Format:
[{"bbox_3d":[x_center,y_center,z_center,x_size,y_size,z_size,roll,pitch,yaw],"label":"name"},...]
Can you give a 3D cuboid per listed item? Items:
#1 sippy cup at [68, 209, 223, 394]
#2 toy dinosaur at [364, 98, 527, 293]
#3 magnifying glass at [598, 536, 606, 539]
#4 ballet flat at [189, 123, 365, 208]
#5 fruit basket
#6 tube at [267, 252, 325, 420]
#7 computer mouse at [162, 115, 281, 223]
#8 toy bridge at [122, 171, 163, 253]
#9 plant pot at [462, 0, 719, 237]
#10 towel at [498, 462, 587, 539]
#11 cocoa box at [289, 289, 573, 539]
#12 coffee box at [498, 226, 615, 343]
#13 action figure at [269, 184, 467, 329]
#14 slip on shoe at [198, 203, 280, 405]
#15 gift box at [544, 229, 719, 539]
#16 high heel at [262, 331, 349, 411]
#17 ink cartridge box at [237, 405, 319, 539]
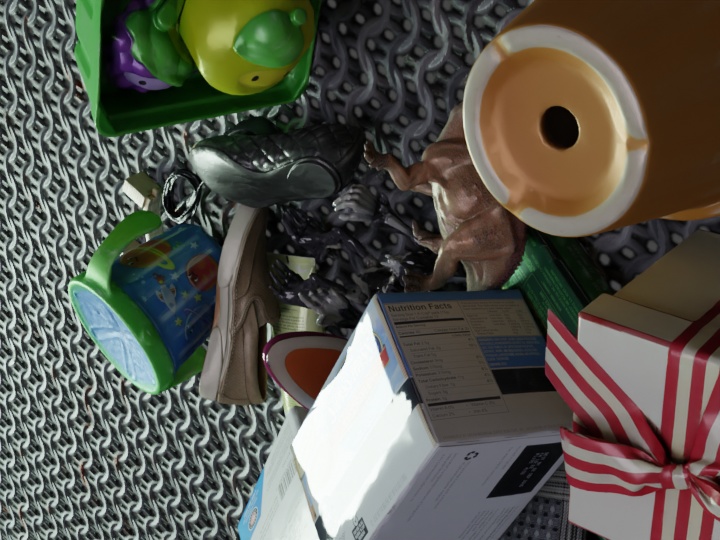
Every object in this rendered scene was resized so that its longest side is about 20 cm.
[{"bbox_3d":[-0.188,0.027,1.204,0.140,0.130,0.178,49,154,4],"label":"sippy cup"},{"bbox_3d":[0.090,-0.054,0.914,0.134,0.086,0.202,-10,105,20],"label":"toy dinosaur"},{"bbox_3d":[0.142,0.204,1.074,0.199,0.022,0.080,35,136,29],"label":"magnifying glass"},{"bbox_3d":[-0.073,-0.092,1.067,0.199,0.057,0.067,5,134,43],"label":"ballet flat"},{"bbox_3d":[-0.108,-0.179,0.975,0.215,0.215,0.156,34,131,26],"label":"fruit basket"},{"bbox_3d":[-0.054,0.081,1.183,0.057,0.052,0.202,-8,105,4],"label":"tube"},{"bbox_3d":[-0.128,-0.092,1.168,0.199,0.034,0.059,-25,104,49],"label":"computer mouse"},{"bbox_3d":[-0.235,-0.013,1.317,0.067,0.027,0.201,41,134,17],"label":"toy bridge"},{"bbox_3d":[0.164,-0.109,0.764,0.199,0.183,0.202,22,126,34],"label":"plant pot"},{"bbox_3d":[0.097,0.217,1.045,0.199,0.034,0.194,5,82,40],"label":"towel"},{"bbox_3d":[0.050,0.125,0.934,0.201,0.132,0.132,-61,40,42],"label":"cocoa box"},{"bbox_3d":[0.131,0.075,0.969,0.123,0.044,0.201,61,141,35],"label":"coffee box"},{"bbox_3d":[0.000,0.000,1.034,0.199,0.102,0.120,8,72,48],"label":"action figure"},{"bbox_3d":[-0.101,0.030,1.150,0.060,0.076,0.202,14,102,6],"label":"slip on shoe"},{"bbox_3d":[0.232,0.080,0.800,0.184,0.186,0.202,13,121,38],"label":"gift box"},{"bbox_3d":[-0.020,0.084,1.050,0.096,0.199,0.068,30,91,50],"label":"high heel"},{"bbox_3d":[-0.034,0.240,1.099,0.147,0.085,0.200,-65,26,21],"label":"ink cartridge box"}]
